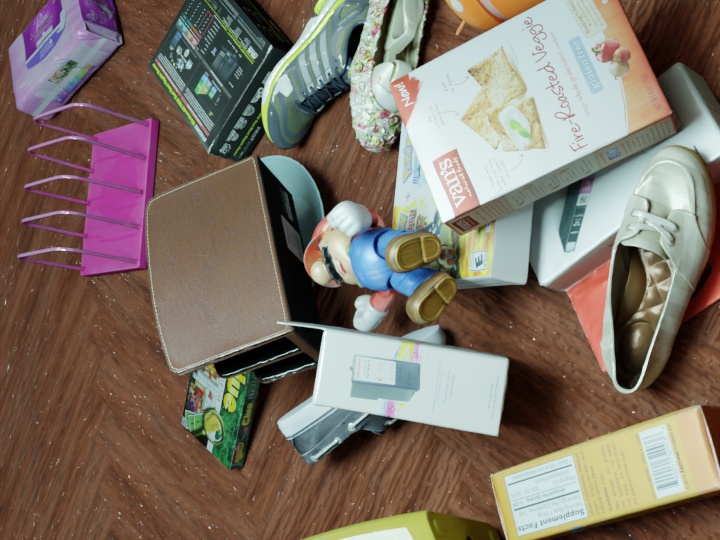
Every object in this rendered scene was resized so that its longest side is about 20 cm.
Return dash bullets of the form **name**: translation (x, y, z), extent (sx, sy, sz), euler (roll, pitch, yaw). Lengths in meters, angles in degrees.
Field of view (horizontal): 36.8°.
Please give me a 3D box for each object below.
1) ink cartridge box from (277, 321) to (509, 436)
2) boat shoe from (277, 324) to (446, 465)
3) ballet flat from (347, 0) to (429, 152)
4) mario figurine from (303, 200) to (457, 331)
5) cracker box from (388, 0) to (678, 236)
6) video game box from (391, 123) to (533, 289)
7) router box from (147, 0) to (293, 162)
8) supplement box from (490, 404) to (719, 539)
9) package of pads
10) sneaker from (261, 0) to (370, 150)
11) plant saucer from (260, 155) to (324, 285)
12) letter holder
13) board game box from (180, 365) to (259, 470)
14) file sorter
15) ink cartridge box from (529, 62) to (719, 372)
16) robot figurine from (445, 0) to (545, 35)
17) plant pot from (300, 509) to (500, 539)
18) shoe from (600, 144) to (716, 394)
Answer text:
- **ink cartridge box**: translation (0.026, 0.091, 0.947), extent (0.198, 0.117, 0.068), euler (9, 88, 6)
- **boat shoe**: translation (0.011, 0.126, 1.059), extent (0.199, 0.072, 0.068), euler (-35, 92, 18)
- **ballet flat**: translation (0.032, -0.223, 1.102), extent (0.064, 0.075, 0.202), euler (-3, 80, 62)
- **mario figurine**: translation (0.000, 0.000, 0.996), extent (0.200, 0.105, 0.125), euler (19, 101, 62)
- **cracker box**: translation (0.138, -0.133, 0.883), extent (0.199, 0.058, 0.135), euler (-26, 72, 16)
- **video game box**: translation (0.093, -0.084, 1.003), extent (0.182, 0.046, 0.202), euler (-10, 72, 64)
- **router box**: translation (-0.164, -0.249, 1.309), extent (0.150, 0.062, 0.200), euler (-53, 50, 21)
- **supplement box**: translation (0.204, 0.165, 0.861), extent (0.199, 0.066, 0.069), euler (-26, 67, 38)
- **package of pads**: translation (-0.434, -0.327, 1.578), extent (0.200, 0.075, 0.121), euler (-36, 59, 33)
- **sneaker**: translation (-0.039, -0.215, 1.177), extent (0.081, 0.074, 0.201), euler (45, 114, 36)
- **plant saucer**: translation (-0.098, -0.026, 1.213), extent (0.200, 0.039, 0.203), euler (-12, 72, 41)
- **letter holder**: translation (-0.131, 0.011, 1.102), extent (0.141, 0.101, 0.201), euler (-20, 63, 12)
- **board game box**: translation (-0.150, 0.110, 1.209), extent (0.104, 0.023, 0.202), euler (30, 116, 39)
- **file sorter**: translation (-0.364, -0.105, 1.426), extent (0.138, 0.125, 0.202), euler (-6, 77, 43)
- **ink cartridge box**: translation (0.231, -0.040, 0.896), extent (0.200, 0.043, 0.175), euler (-40, 55, 31)
- **robot figurine**: translation (0.151, -0.289, 0.978), extent (0.199, 0.144, 0.117), euler (-21, 45, 38)
- **plant pot**: translation (0.041, 0.309, 0.909), extent (0.176, 0.200, 0.201), euler (-34, 58, 20)
- **shoe**: translation (0.231, 0.003, 0.848), extent (0.069, 0.053, 0.202), euler (15, 105, 26)
